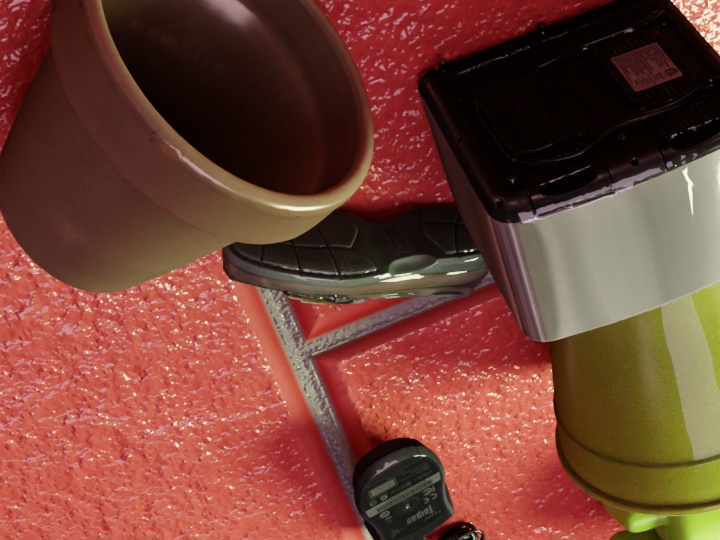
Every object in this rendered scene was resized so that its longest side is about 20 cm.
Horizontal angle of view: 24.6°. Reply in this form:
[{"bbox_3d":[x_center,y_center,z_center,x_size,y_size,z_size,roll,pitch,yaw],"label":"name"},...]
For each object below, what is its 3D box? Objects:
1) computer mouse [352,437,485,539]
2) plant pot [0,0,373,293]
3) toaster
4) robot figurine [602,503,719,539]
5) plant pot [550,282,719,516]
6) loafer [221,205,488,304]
[{"bbox_3d":[0.010,0.196,1.295,0.140,0.046,0.200,-30,143,0],"label":"computer mouse"},{"bbox_3d":[-0.121,-0.077,0.946,0.199,0.202,0.174,25,134,-34],"label":"plant pot"},{"bbox_3d":[0.152,-0.068,1.027,0.179,0.201,0.119,-21,128,-2],"label":"toaster"},{"bbox_3d":[0.300,0.191,1.343,0.198,0.116,0.177,-12,101,-9],"label":"robot figurine"},{"bbox_3d":[0.213,0.029,1.148,0.198,0.201,0.194,-20,121,-3],"label":"plant pot"},{"bbox_3d":[0.000,0.000,1.115,0.198,0.072,0.063,-3,135,-20],"label":"loafer"}]
